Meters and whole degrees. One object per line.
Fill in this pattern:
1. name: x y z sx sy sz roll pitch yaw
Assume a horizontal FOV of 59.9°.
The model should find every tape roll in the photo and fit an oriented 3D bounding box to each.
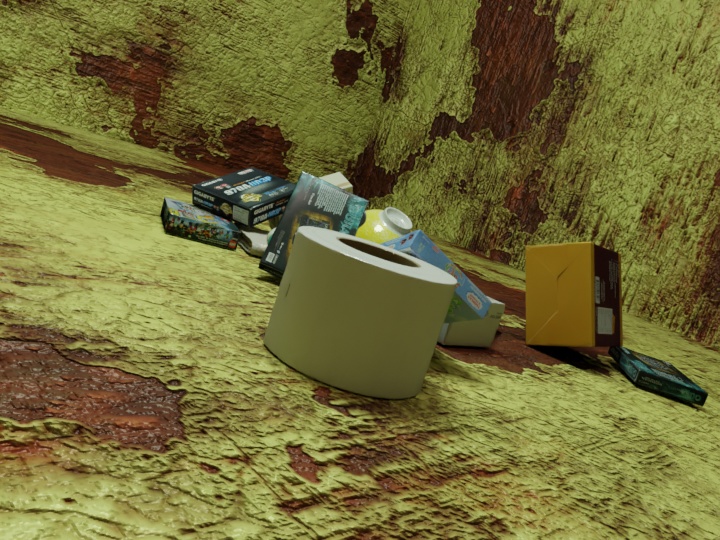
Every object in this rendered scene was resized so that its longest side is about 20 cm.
1. tape roll: 0.001 0.044 0.743 0.200 0.141 0.203 19 9 -3

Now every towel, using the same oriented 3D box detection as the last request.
1. towel: -0.192 -0.058 1.303 0.131 0.035 0.200 13 11 -28

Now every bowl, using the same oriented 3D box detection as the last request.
1. bowl: 0.066 -0.089 1.537 0.198 0.108 0.201 25 32 -17

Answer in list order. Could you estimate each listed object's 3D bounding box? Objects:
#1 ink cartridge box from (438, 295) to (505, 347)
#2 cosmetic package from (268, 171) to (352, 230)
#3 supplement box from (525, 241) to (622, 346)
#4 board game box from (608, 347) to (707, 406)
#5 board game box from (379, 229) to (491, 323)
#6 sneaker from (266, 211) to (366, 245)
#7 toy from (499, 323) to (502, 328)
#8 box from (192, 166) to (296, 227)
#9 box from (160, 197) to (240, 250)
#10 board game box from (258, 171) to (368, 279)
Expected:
1. ink cartridge box: 0.128 0.058 1.096 0.146 0.084 0.199 10 12 -44
2. cosmetic package: -0.120 -0.154 1.505 0.198 0.106 0.071 -21 47 -22
3. supplement box: 0.439 0.054 1.277 0.132 0.200 0.199 -3 -7 39
4. board game box: 0.597 0.207 1.273 0.134 0.028 0.200 19 10 5
5. board game box: 0.074 0.021 0.920 0.151 0.037 0.199 43 -27 -16
6. sneaker: -0.078 -0.051 1.138 0.198 0.084 0.121 -20 38 7
7. toy: 0.213 0.066 1.222 0.115 0.047 0.200 43 2 27
8. box: -0.239 -0.163 1.359 0.158 0.046 0.200 23 29 22
9. box: -0.324 -0.096 1.250 0.135 0.038 0.200 15 9 -23
10. board game box: -0.077 -0.064 1.085 0.134 0.202 0.028 24 -28 -5
